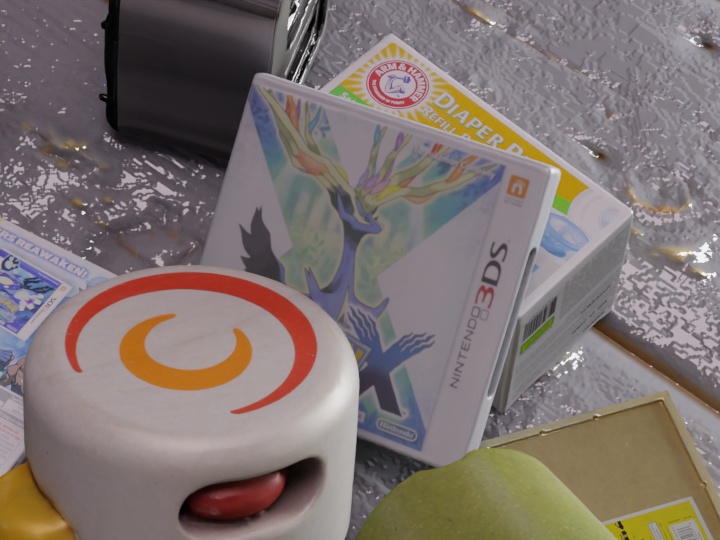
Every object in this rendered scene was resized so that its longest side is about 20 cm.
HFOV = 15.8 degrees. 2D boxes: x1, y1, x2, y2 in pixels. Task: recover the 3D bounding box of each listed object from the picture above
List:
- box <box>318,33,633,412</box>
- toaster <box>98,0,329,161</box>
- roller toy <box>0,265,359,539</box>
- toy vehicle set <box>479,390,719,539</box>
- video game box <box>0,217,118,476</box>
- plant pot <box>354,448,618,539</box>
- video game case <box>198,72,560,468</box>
[{"bbox_3d":[0.050,-0.031,1.568,0.200,0.102,0.112,37,60,21],"label":"box"},{"bbox_3d":[-0.087,-0.180,1.619,0.118,0.181,0.201,17,53,7],"label":"toaster"},{"bbox_3d":[-0.094,0.100,1.426,0.181,0.140,0.200,14,34,15],"label":"roller toy"},{"bbox_3d":[0.156,0.169,1.476,0.124,0.027,0.201,-13,56,-13],"label":"toy vehicle set"},{"bbox_3d":[-0.254,0.044,1.526,0.199,0.047,0.183,26,58,15],"label":"video game box"},{"bbox_3d":[0.086,0.197,1.347,0.199,0.201,0.184,-17,42,-16],"label":"plant pot"},{"bbox_3d":[0.000,0.000,1.498,0.199,0.022,0.183,19,96,25],"label":"video game case"}]
